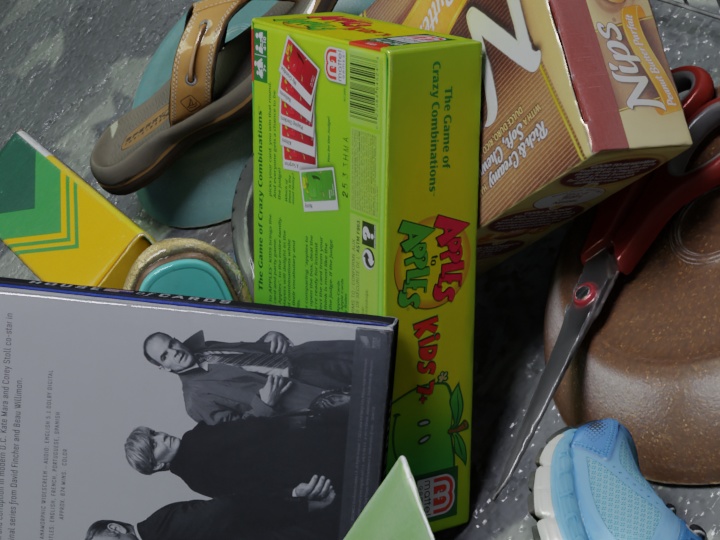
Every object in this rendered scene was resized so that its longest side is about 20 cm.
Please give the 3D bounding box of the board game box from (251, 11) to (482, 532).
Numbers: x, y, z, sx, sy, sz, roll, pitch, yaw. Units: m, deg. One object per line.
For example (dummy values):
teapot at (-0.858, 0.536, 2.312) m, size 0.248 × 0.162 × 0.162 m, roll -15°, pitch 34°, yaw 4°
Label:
board game box at (0.000, 0.000, 0.751) m, size 0.101 × 0.047 × 0.201 m, roll 22°, pitch 116°, yaw 53°

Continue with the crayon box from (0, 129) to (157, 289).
crayon box at (-0.107, 0.011, 0.887) m, size 0.051 × 0.127 × 0.200 m, roll -50°, pitch 35°, yaw -4°

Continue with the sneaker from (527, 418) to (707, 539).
sneaker at (0.122, 0.125, 0.608) m, size 0.090 × 0.079 × 0.200 m, roll -27°, pitch 45°, yaw 3°

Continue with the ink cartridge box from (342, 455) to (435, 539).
ink cartridge box at (0.051, 0.165, 0.545) m, size 0.104 × 0.059 × 0.201 m, roll -61°, pitch 42°, yaw 48°

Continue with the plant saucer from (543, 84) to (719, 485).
plant saucer at (0.149, -0.011, 0.723) m, size 0.200 × 0.037 × 0.201 m, roll -28°, pitch 39°, yaw 25°

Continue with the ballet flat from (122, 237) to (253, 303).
ballet flat at (-0.053, 0.082, 0.755) m, size 0.070 × 0.201 × 0.071 m, roll -15°, pitch 9°, yaw 2°

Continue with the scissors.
scissors at (0.094, 0.001, 0.730) m, size 0.200 × 0.014 × 0.073 m, roll -55°, pitch 37°, yaw -8°

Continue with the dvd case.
dvd case at (-0.090, 0.083, 0.708) m, size 0.025 × 0.199 × 0.151 m, roll -53°, pitch -31°, yaw -80°

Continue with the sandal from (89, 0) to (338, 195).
sandal at (-0.083, -0.113, 0.966) m, size 0.200 × 0.055 × 0.082 m, roll -31°, pitch 28°, yaw 31°

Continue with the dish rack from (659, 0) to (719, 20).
dish rack at (0.172, -0.186, 0.833) m, size 0.200 × 0.055 × 0.154 m, roll 29°, pitch 78°, yaw 44°

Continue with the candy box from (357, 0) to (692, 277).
candy box at (0.044, -0.066, 0.763) m, size 0.200 × 0.055 × 0.116 m, roll -33°, pitch 68°, yaw 54°

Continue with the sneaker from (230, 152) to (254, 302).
sneaker at (-0.003, -0.056, 0.889) m, size 0.082 × 0.073 × 0.201 m, roll -13°, pitch 48°, yaw 38°

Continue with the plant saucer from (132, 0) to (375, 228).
plant saucer at (-0.067, -0.117, 1.046) m, size 0.199 × 0.036 × 0.201 m, roll -28°, pitch 39°, yaw 26°
